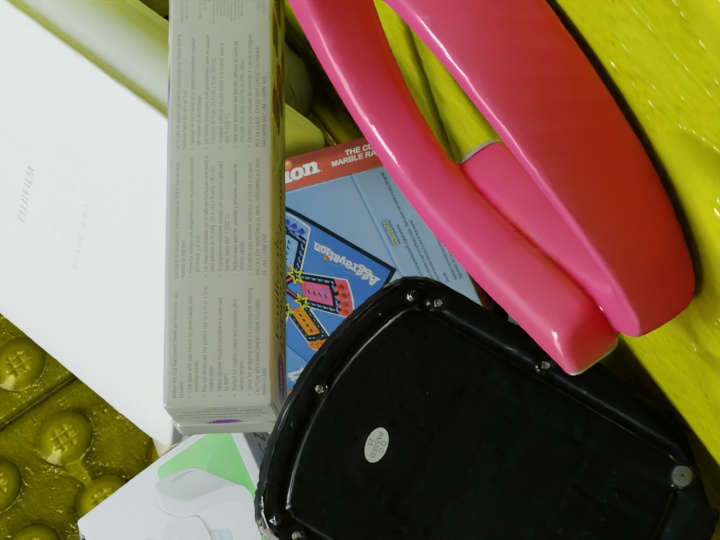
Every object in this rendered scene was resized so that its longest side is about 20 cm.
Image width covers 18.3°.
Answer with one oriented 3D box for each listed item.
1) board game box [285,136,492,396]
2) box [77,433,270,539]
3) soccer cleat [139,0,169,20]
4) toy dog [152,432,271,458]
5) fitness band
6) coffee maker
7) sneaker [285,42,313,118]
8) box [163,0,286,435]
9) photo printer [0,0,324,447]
[{"bbox_3d":[0.001,0.017,0.936,0.200,0.102,0.020,63,-166,-53],"label":"board game box"},{"bbox_3d":[-0.017,0.190,0.972,0.176,0.096,0.200,43,-164,-48],"label":"box"},{"bbox_3d":[-0.087,-0.157,0.974,0.083,0.065,0.200,32,170,3],"label":"soccer cleat"},{"bbox_3d":[-0.050,0.121,1.262,0.200,0.096,0.133,-56,-52,-85],"label":"toy dog"},{"bbox_3d":[0.029,-0.051,0.639,0.200,0.037,0.144,47,167,56],"label":"fitness band"},{"bbox_3d":[0.058,0.112,0.816,0.192,0.134,0.200,54,175,14],"label":"coffee maker"},{"bbox_3d":[-0.068,-0.081,1.107,0.076,0.105,0.200,35,144,-11],"label":"sneaker"},{"bbox_3d":[-0.048,-0.042,0.802,0.039,0.041,0.201,74,-166,-70],"label":"box"},{"bbox_3d":[-0.117,-0.039,0.993,0.200,0.069,0.167,37,129,26],"label":"photo printer"}]
